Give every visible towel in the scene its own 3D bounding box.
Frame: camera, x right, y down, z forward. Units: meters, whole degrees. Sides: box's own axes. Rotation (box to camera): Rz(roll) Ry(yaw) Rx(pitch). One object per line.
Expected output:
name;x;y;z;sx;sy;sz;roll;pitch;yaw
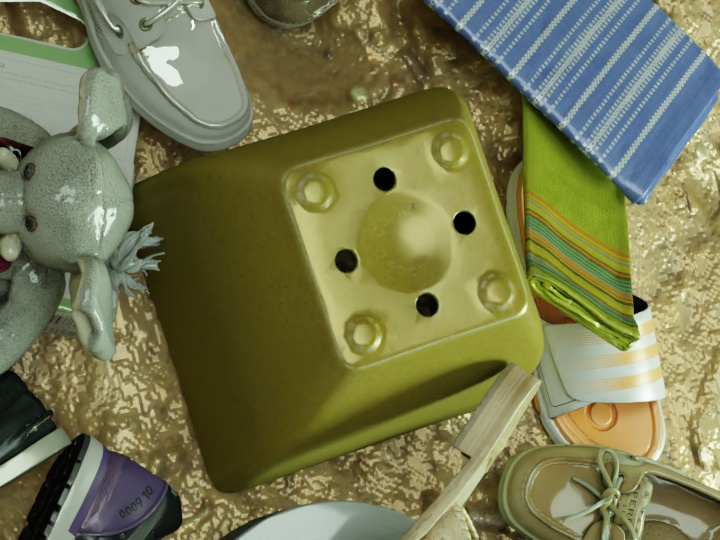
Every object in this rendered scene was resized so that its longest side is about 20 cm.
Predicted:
towel;0.131;-0.144;1.616;0.200;0.024;0.145;43;47;-5
towel;0.131;-0.046;1.563;0.086;0.018;0.201;34;38;-29

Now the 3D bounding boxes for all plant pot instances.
plant pot;0.000;0.000;1.487;0.195;0.200;0.195;-17;86;-19

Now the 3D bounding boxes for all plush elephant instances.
plush elephant;-0.187;-0.027;1.401;0.199;0.155;0.166;1;73;-18

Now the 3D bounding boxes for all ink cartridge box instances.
ink cartridge box;-0.204;-0.071;1.520;0.145;0.048;0.201;12;68;-15

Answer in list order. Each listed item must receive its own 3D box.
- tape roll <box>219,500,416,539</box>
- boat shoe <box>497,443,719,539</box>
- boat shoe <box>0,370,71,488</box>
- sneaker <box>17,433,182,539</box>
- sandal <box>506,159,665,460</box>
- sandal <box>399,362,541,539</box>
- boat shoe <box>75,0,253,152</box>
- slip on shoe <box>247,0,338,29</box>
tape roll;-0.019;0.236;1.514;0.199;0.066;0.201;3;80;-17
boat shoe;0.181;0.148;1.563;0.199;0.063;0.074;14;80;-14
boat shoe;-0.261;0.117;1.458;0.199;0.074;0.066;-28;87;-19
sneaker;-0.164;0.200;1.475;0.087;0.076;0.201;30;74;-16
sandal;0.138;0.025;1.597;0.079;0.059;0.208;-15;86;-18
sandal;0.056;0.159;1.443;0.069;0.078;0.212;32;92;9
boat shoe;-0.126;-0.161;1.510;0.071;0.069;0.200;-31;81;-29
slip on shoe;0.005;-0.232;1.599;0.076;0.061;0.200;46;72;-5
